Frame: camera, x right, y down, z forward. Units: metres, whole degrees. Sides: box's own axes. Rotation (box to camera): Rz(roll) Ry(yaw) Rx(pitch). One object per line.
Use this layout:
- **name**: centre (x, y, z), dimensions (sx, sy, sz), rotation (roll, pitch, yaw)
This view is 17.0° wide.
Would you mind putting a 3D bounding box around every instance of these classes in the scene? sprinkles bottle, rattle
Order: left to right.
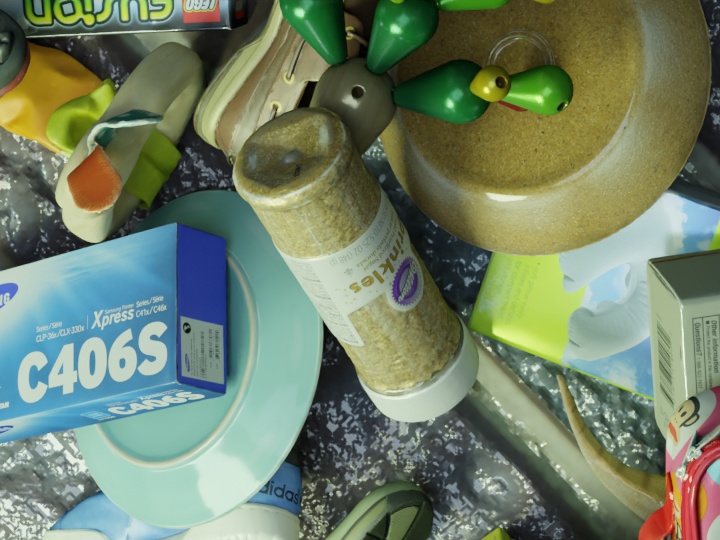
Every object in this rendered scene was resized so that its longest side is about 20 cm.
- **rattle**: centre (-0.168, -0.092, 1.347), dimensions (0.130, 0.200, 0.143), rotation (-43, 89, 18)
- **sprinkles bottle**: centre (0.000, 0.000, 1.317), dimensions (0.068, 0.068, 0.200), rotation (-16, 135, 17)

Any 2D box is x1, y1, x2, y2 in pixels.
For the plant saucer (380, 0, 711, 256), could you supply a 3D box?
- **plant saucer**: centre (0.093, -0.109, 1.329), dimensions (0.200, 0.035, 0.201), rotation (-3, 82, 23)

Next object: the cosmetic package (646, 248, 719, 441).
- **cosmetic package**: centre (0.260, 0.037, 1.292), dimensions (0.199, 0.073, 0.104), rotation (-7, 110, -7)

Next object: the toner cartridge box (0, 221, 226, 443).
- **toner cartridge box**: centre (-0.165, 0.040, 1.404), dimensions (0.200, 0.043, 0.095), rotation (-15, 68, 37)

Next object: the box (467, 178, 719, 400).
- **box**: centre (0.174, 0.011, 1.363), dimensions (0.199, 0.048, 0.122), rotation (20, 106, 10)

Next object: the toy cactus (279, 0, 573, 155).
- **toy cactus**: centre (0.012, -0.125, 1.290), dimensions (0.200, 0.102, 0.165), rotation (26, 123, -9)

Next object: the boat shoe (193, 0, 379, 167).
- **boat shoe**: centre (-0.015, -0.132, 1.360), dimensions (0.068, 0.072, 0.200), rotation (47, 115, 22)

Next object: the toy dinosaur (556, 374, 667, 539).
- **toy dinosaur**: centre (0.184, 0.143, 1.391), dimensions (0.199, 0.060, 0.107), rotation (21, 94, -1)

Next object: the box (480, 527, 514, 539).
- **box**: centre (0.028, 0.239, 1.437), dimensions (0.200, 0.050, 0.075), rotation (-35, 112, 17)

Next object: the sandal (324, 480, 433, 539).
- **sandal**: centre (-0.036, 0.188, 1.449), dimensions (0.201, 0.080, 0.057), rotation (-45, 61, 17)

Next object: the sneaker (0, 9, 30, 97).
- **sneaker**: centre (-0.253, -0.105, 1.409), dimensions (0.200, 0.098, 0.071), rotation (-11, 59, 38)

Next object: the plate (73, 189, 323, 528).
- **plate**: centre (-0.105, 0.049, 1.397), dimensions (0.200, 0.026, 0.201), rotation (-11, 72, 38)

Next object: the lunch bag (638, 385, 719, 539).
- **lunch bag**: centre (0.225, 0.150, 1.256), dimensions (0.176, 0.082, 0.201), rotation (-9, 116, -3)

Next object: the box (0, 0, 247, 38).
- **box**: centre (-0.169, -0.193, 1.413), dimensions (0.199, 0.035, 0.110), rotation (0, 102, 14)

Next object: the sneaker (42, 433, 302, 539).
- **sneaker**: centre (-0.111, 0.124, 1.450), dimensions (0.200, 0.077, 0.112), rotation (-15, 60, 43)
